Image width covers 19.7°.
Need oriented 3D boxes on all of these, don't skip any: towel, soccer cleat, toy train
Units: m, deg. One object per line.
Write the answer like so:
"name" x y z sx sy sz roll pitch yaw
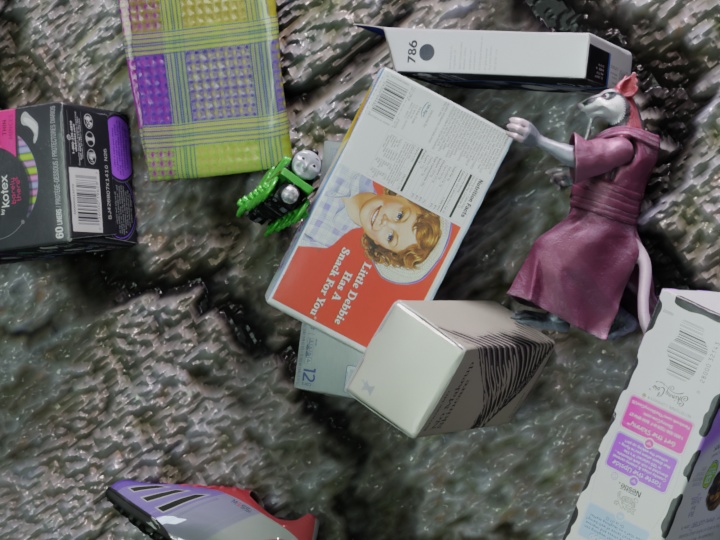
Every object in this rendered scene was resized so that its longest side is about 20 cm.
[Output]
"towel" -0.129 -0.180 1.735 0.142 0.023 0.202 -4 98 22
"soccer cleat" -0.123 0.207 1.731 0.199 0.068 0.074 20 74 29
"toy train" -0.061 -0.063 1.636 0.042 0.200 0.057 35 82 -7

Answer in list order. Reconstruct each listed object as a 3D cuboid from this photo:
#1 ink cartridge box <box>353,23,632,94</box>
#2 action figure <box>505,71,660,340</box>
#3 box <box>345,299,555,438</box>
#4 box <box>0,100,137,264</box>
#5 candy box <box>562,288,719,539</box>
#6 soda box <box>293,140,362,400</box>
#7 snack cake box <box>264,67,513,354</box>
"ink cartridge box" 0.100 -0.162 1.600 0.198 0.099 0.040 7 90 28
"action figure" 0.182 -0.047 1.537 0.148 0.134 0.202 20 100 25
"box" 0.071 0.071 1.552 0.068 0.200 0.083 35 104 20
"box" -0.306 -0.071 1.799 0.198 0.106 0.123 -7 85 27
"candy box" 0.235 0.119 1.487 0.071 0.167 0.202 25 99 25
"soda box" 0.000 0.000 1.663 0.063 0.068 0.202 8 92 26
"snack cake box" 0.021 -0.040 1.586 0.114 0.067 0.201 27 91 -5
